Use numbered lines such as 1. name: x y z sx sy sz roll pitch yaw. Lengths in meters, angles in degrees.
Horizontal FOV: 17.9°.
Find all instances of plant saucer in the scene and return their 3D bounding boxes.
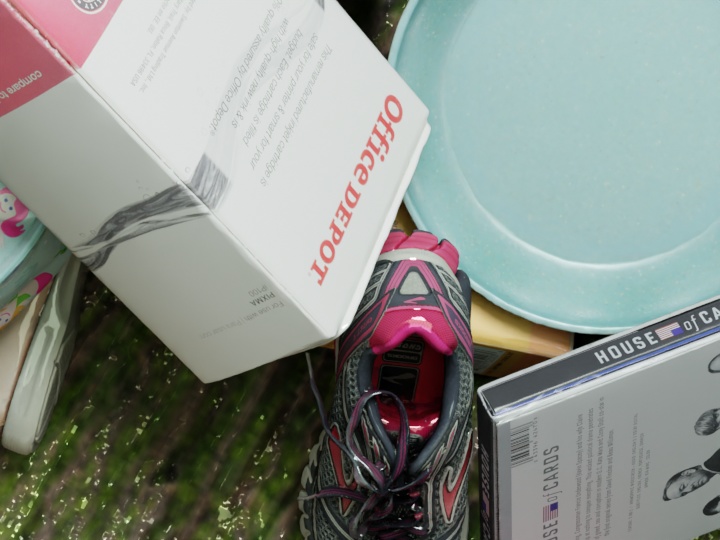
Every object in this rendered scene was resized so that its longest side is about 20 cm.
1. plant saucer: 0.110 -0.074 1.021 0.198 0.036 0.202 1 101 5

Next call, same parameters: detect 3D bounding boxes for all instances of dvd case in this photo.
1. dvd case: 0.147 0.074 1.051 0.198 0.151 0.025 -19 49 -13

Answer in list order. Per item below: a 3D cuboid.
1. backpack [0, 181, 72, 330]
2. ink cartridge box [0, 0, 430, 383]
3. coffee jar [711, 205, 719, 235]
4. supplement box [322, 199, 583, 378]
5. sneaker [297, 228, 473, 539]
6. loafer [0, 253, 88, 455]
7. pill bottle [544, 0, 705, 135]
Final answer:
1. backpack: -0.219 -0.036 0.969 0.199 0.151 0.178 -36 82 -1
2. ink cartridge box: -0.076 -0.074 0.933 0.200 0.082 0.147 48 43 -25
3. coffee jar: 0.259 -0.013 1.099 0.199 0.086 0.105 23 39 -7
4. supplement box: 0.000 0.000 1.067 0.198 0.069 0.067 12 74 -10
5. sneaker: 0.012 0.086 1.020 0.080 0.075 0.202 -1 117 -2
6. loafer: -0.148 -0.020 1.044 0.062 0.072 0.202 16 82 -1
7. pill bottle: 0.100 -0.158 1.086 0.111 0.111 0.201 -30 88 -13
